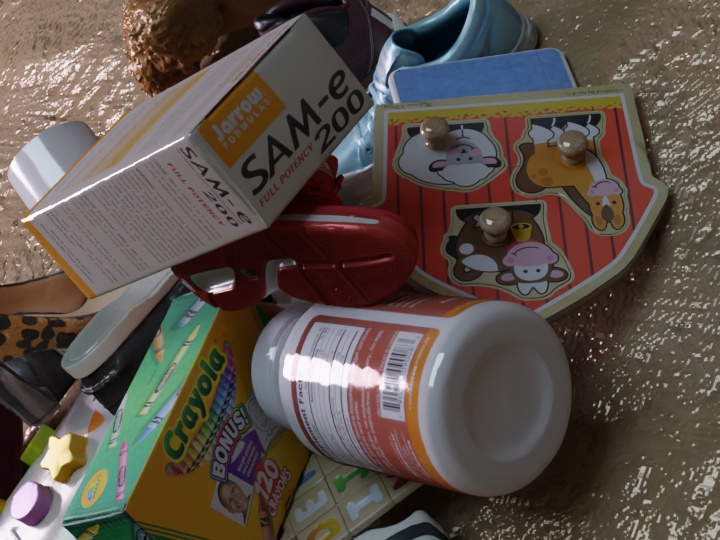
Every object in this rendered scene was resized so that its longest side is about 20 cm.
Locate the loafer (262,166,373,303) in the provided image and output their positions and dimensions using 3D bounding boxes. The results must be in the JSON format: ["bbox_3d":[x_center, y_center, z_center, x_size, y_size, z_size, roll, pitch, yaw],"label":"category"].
[{"bbox_3d":[-0.017,-0.029,1.207,0.200,0.073,0.071,-21,39,29],"label":"loafer"}]

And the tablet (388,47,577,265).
[{"bbox_3d":[0.098,-0.079,1.105,0.130,0.014,0.200,-8,46,-5],"label":"tablet"}]

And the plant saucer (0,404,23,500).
[{"bbox_3d":[-0.307,0.138,1.314,0.051,0.201,0.201,0,53,-3],"label":"plant saucer"}]

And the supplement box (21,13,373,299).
[{"bbox_3d":[-0.103,-0.065,1.002,0.200,0.074,0.126,-19,26,49],"label":"supplement box"}]

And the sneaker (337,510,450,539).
[{"bbox_3d":[-0.019,0.212,1.039,0.200,0.074,0.080,-21,34,30],"label":"sneaker"}]

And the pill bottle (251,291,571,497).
[{"bbox_3d":[0.023,0.068,0.991,0.200,0.112,0.112,5,67,53],"label":"pill bottle"}]

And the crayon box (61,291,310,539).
[{"bbox_3d":[-0.100,0.118,1.055,0.058,0.119,0.200,-17,35,35],"label":"crayon box"}]

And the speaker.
[{"bbox_3d":[-0.195,-0.023,1.294,0.081,0.081,0.200,-44,71,13],"label":"speaker"}]

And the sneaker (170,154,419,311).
[{"bbox_3d":[-0.028,-0.042,1.009,0.200,0.078,0.116,-2,48,43],"label":"sneaker"}]

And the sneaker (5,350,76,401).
[{"bbox_3d":[-0.227,0.045,1.315,0.115,0.075,0.200,-31,13,-1],"label":"sneaker"}]

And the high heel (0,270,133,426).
[{"bbox_3d":[-0.216,0.004,1.168,0.071,0.143,0.200,28,76,41],"label":"high heel"}]

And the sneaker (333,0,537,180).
[{"bbox_3d":[0.031,-0.142,1.219,0.200,0.082,0.074,-40,40,18],"label":"sneaker"}]

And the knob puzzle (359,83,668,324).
[{"bbox_3d":[0.097,-0.047,1.040,0.219,0.030,0.220,-3,50,4],"label":"knob puzzle"}]

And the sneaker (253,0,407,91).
[{"bbox_3d":[-0.060,-0.145,1.288,0.200,0.115,0.076,-51,39,4],"label":"sneaker"}]

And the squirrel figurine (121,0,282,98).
[{"bbox_3d":[-0.162,-0.258,1.463,0.187,0.141,0.200,16,72,56],"label":"squirrel figurine"}]

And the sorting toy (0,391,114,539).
[{"bbox_3d":[-0.188,0.142,1.202,0.200,0.107,0.180,33,97,51],"label":"sorting toy"}]

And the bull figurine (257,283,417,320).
[{"bbox_3d":[0.000,0.000,1.127,0.200,0.121,0.065,-29,42,37],"label":"bull figurine"}]

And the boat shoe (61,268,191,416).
[{"bbox_3d":[-0.127,0.017,1.167,0.200,0.060,0.076,-47,23,-16],"label":"boat shoe"}]

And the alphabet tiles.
[{"bbox_3d":[-0.001,0.110,1.082,0.200,0.006,0.166,-37,28,3],"label":"alphabet tiles"}]
